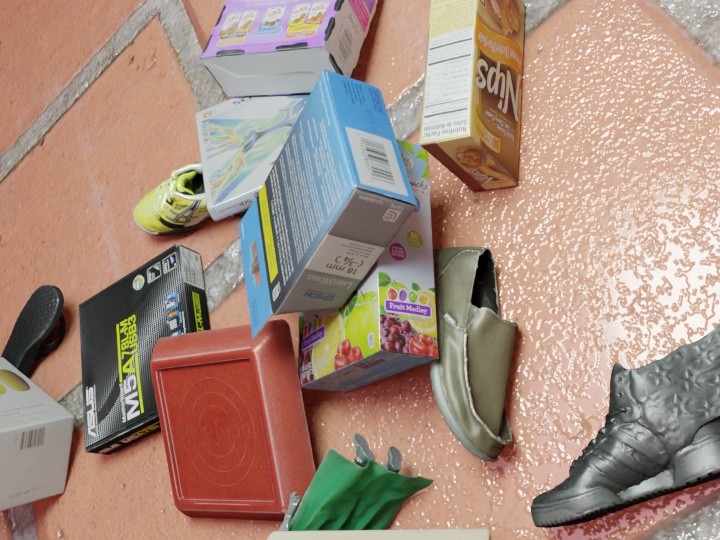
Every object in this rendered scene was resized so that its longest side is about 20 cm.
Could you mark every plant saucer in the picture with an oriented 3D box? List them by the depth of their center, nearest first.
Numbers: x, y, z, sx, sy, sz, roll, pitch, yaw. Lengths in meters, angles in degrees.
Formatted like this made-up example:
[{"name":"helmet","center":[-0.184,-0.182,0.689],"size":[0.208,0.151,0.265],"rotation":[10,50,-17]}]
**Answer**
[{"name":"plant saucer","center":[-0.141,0.163,0.768],"size":[0.197,0.036,0.204],"rotation":[-10,91,34]}]

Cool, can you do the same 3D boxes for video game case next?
[{"name":"video game case","center":[-0.090,-0.151,0.816],"size":[0.179,0.022,0.202],"rotation":[-22,43,1]}]

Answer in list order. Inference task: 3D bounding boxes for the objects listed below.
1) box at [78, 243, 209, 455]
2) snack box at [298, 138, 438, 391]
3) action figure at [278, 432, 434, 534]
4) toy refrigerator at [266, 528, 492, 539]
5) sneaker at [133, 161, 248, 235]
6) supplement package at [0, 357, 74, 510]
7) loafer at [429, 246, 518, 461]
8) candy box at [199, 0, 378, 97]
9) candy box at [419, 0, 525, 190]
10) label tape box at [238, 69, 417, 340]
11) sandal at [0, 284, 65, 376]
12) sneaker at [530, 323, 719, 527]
[{"name":"box","center":[-0.267,0.098,0.917],"size":[0.191,0.047,0.203],"rotation":[-25,61,23]},{"name":"snack box","center":[0.000,0.000,0.714],"size":[0.168,0.067,0.204],"rotation":[-33,52,55]},{"name":"action figure","center":[-0.035,0.241,0.690],"size":[0.201,0.117,0.055],"rotation":[-54,27,18]},{"name":"toy refrigerator","center":[0.011,0.266,0.612],"size":[0.196,0.070,0.077],"rotation":[-6,105,18]},{"name":"sneaker","center":[-0.215,-0.098,0.918],"size":[0.197,0.076,0.077],"rotation":[-16,67,30]},{"name":"supplement package","center":[-0.477,0.206,0.965],"size":[0.198,0.113,0.112],"rotation":[22,105,35]},{"name":"loafer","center":[0.102,0.063,0.658],"size":[0.069,0.075,0.203],"rotation":[-24,62,30]},{"name":"candy box","center":[-0.070,-0.304,0.861],"size":[0.165,0.072,0.203],"rotation":[4,63,28]},{"name":"candy box","center":[0.111,-0.193,0.711],"size":[0.054,0.115,0.204],"rotation":[-5,72,33]},{"name":"label tape box","center":[-0.039,-0.049,0.665],"size":[0.201,0.062,0.146],"rotation":[-53,38,40]},{"name":"sandal","center":[-0.458,0.095,1.055],"size":[0.201,0.048,0.076],"rotation":[-50,54,26]},{"name":"sneaker","center":[0.212,0.121,0.576],"size":[0.197,0.060,0.106],"rotation":[-26,63,19]}]
